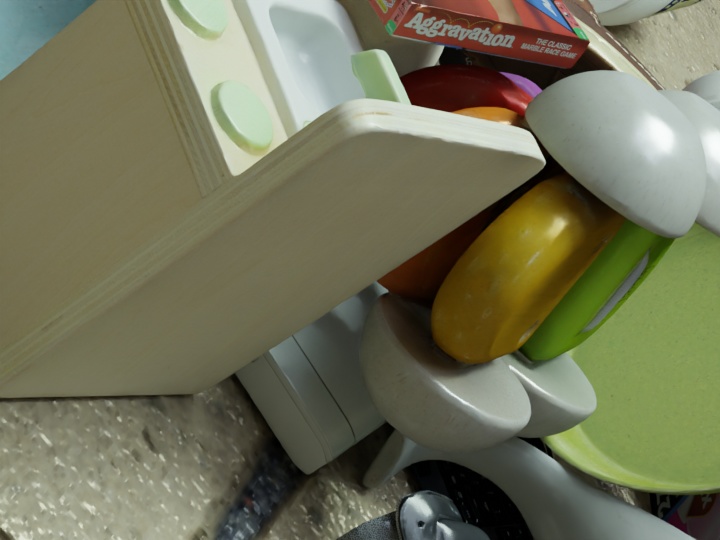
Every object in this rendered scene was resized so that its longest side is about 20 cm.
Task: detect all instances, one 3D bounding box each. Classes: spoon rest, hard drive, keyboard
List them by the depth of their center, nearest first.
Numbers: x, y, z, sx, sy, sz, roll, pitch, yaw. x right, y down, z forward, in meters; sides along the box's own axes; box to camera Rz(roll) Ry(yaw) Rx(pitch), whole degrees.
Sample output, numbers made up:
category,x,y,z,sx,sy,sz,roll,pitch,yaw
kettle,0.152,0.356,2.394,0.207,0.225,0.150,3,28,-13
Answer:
category,x,y,z,sx,sy,sz,roll,pitch,yaw
spoon rest,0.098,0.131,0.866,0.200,0.099,0.061,37,38,6
hard drive,0.000,0.000,0.903,0.132,0.027,0.200,56,38,3
keyboard,0.065,0.090,0.935,0.104,0.040,0.201,7,56,-53

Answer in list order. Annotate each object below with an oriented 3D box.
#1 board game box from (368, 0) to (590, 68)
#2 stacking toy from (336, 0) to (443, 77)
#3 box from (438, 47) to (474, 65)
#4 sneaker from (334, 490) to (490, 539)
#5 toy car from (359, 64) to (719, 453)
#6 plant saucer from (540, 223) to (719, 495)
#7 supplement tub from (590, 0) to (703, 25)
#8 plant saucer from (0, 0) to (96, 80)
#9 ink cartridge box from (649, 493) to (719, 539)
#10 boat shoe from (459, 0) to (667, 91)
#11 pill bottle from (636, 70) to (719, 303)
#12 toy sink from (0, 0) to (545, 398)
category,x,y,z,sx,sy,sz,roll,pitch,yaw
board game box,0.013,-0.165,0.817,0.103,0.019,0.200,3,44,-39
stacking toy,-0.051,-0.167,0.864,0.146,0.146,0.201,13,56,-51
box,0.064,-0.124,1.041,0.200,0.036,0.144,35,40,-80
sneaker,0.019,0.161,0.765,0.114,0.075,0.200,54,23,-3
toy car,0.067,-0.024,0.834,0.150,0.175,0.200,45,19,20
plant saucer,0.173,0.032,0.908,0.200,0.199,0.031,-89,155,-45
supplement tub,0.192,-0.252,1.351,0.145,0.145,0.200,59,30,4
plant saucer,-0.183,-0.146,0.794,0.201,0.039,0.201,36,36,-32
ink cartridge box,0.190,0.110,0.966,0.037,0.200,0.095,15,43,-14
boat shoe,0.084,-0.126,0.911,0.200,0.072,0.072,37,54,-2
pill bottle,0.205,-0.016,1.060,0.114,0.114,0.200,43,42,-22
toy sink,-0.054,-0.045,0.723,0.130,0.200,0.112,3,59,-54
